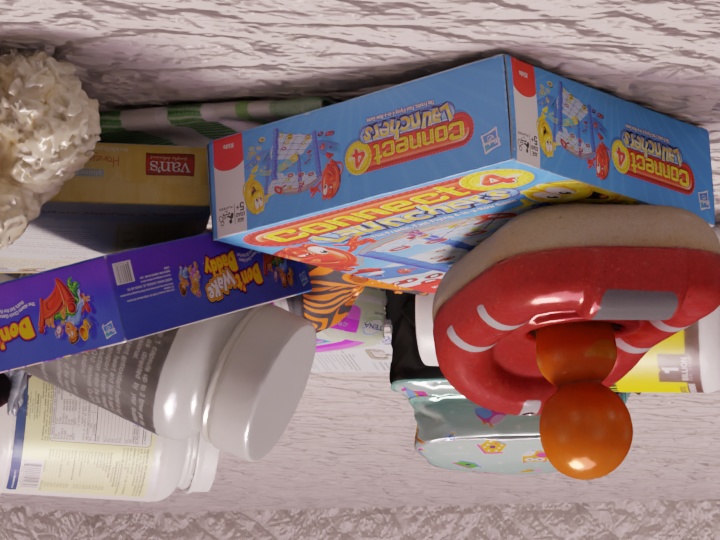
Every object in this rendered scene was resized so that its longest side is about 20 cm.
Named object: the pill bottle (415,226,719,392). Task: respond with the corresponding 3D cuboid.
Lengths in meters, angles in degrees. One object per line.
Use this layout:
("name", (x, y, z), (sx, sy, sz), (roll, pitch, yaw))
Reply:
("pill bottle", (0.140, 0.024, 1.716), (0.199, 0.110, 0.109), (0, 170, 12))

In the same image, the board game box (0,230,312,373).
("board game box", (-0.133, 0.016, 1.416), (0.134, 0.045, 0.200), (-14, -179, 28))

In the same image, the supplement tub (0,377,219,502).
("supplement tub", (-0.227, 0.126, 2.293), (0.199, 0.146, 0.145), (4, 170, -12))

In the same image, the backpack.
("backpack", (0.113, 0.068, 1.878), (0.175, 0.154, 0.200), (-5, 176, 9))

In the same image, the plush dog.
("plush dog", (-0.255, -0.057, 1.303), (0.199, 0.161, 0.172), (-7, 141, 39))

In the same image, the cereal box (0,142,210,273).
("cereal box", (-0.161, -0.034, 1.514), (0.143, 0.040, 0.200), (2, 168, -8))

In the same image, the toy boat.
("toy boat", (0.116, 0.047, 1.410), (0.130, 0.132, 0.200), (1, 165, -16))

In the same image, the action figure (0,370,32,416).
("action figure", (-0.305, 0.016, 1.801), (0.199, 0.134, 0.149), (26, 137, 15))

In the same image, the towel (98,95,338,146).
("towel", (-0.078, -0.067, 1.489), (0.199, 0.024, 0.152), (-2, 169, 25))

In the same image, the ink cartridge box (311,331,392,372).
("ink cartridge box", (-0.058, 0.049, 2.113), (0.199, 0.044, 0.196), (-1, 169, 6))

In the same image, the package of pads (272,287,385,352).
("package of pads", (-0.104, 0.022, 1.883), (0.199, 0.069, 0.154), (-7, 167, 41))

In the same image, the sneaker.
("sneaker", (0.000, 0.000, 1.702), (0.111, 0.078, 0.200), (2, 170, 11))

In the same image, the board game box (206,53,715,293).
("board game box", (0.055, -0.046, 1.411), (0.199, 0.056, 0.195), (-14, 163, 37))

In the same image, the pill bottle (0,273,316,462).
("pill bottle", (-0.135, 0.037, 1.657), (0.199, 0.114, 0.114), (24, 176, 15))
